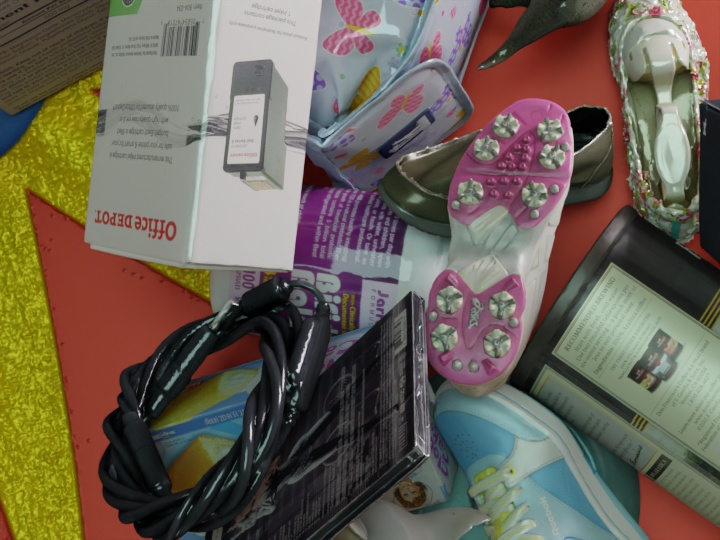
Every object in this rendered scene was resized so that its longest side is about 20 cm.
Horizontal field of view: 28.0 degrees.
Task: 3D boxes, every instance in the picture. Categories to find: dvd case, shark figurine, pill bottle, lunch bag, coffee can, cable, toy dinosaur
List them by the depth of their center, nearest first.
[{"bbox_3d":[0.052,0.191,0.870,0.089,0.129,0.215,-29,57,-12],"label":"shark figurine"},{"bbox_3d":[-0.030,0.119,0.872,0.016,0.149,0.200,36,117,-21],"label":"dvd case"},{"bbox_3d":[-0.104,0.089,0.921,0.161,0.051,0.201,-12,42,30],"label":"cable"},{"bbox_3d":[0.221,0.072,0.972,0.199,0.146,0.147,35,87,10],"label":"coffee can"},{"bbox_3d":[0.018,-0.159,1.020,0.126,0.170,0.202,19,83,15],"label":"lunch bag"},{"bbox_3d":[0.000,0.000,1.029,0.197,0.112,0.114,7,83,9],"label":"pill bottle"},{"bbox_3d":[0.152,-0.218,1.033,0.102,0.078,0.200,23,55,39],"label":"toy dinosaur"}]

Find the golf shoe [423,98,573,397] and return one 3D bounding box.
[{"bbox_3d":[0.091,-0.013,0.936,0.074,0.092,0.202,15,72,17],"label":"golf shoe"}]

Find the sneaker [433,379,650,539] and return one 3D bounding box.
[{"bbox_3d":[0.101,0.170,0.934,0.200,0.080,0.130,46,48,1],"label":"sneaker"}]

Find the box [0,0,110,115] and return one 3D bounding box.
[{"bbox_3d":[-0.231,-0.222,1.046,0.182,0.200,0.106,-27,78,3],"label":"box"}]

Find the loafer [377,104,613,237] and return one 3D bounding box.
[{"bbox_3d":[0.098,-0.079,1.003,0.198,0.070,0.075,-16,46,-33],"label":"loafer"}]

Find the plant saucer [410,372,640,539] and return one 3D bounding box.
[{"bbox_3d":[0.101,0.161,1.031,0.197,0.036,0.203,-1,82,7],"label":"plant saucer"}]

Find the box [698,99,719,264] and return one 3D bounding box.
[{"bbox_3d":[0.332,-0.054,0.927,0.197,0.149,0.109,-2,103,1],"label":"box"}]

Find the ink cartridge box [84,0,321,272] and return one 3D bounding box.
[{"bbox_3d":[-0.104,-0.106,0.938,0.145,0.083,0.203,10,94,53],"label":"ink cartridge box"}]

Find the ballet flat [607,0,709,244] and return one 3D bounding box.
[{"bbox_3d":[0.221,-0.121,1.042,0.075,0.064,0.203,-10,80,8],"label":"ballet flat"}]

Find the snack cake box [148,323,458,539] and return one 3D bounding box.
[{"bbox_3d":[-0.044,0.120,0.996,0.198,0.067,0.116,-18,109,18],"label":"snack cake box"}]
